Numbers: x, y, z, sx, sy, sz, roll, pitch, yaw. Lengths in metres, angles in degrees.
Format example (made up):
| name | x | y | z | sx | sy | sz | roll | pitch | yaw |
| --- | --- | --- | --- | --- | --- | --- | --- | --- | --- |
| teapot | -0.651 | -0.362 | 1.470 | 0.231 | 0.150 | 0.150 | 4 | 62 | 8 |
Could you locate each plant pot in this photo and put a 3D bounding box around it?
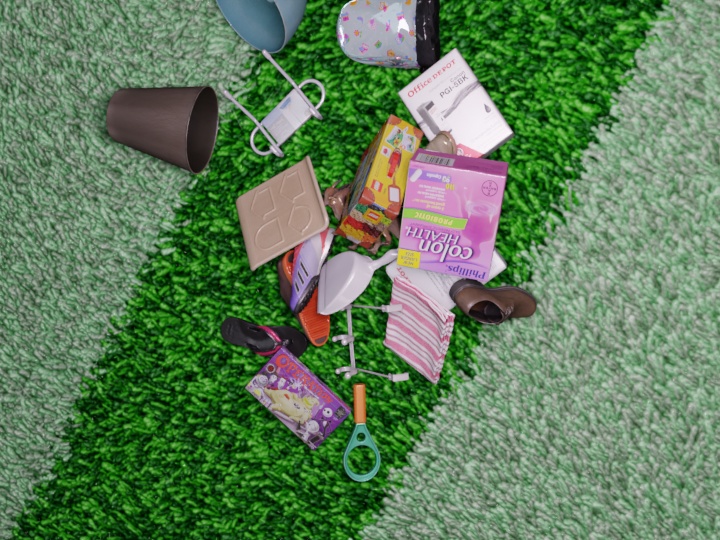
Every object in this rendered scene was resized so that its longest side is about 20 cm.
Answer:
| name | x | y | z | sx | sy | sz | roll | pitch | yaw |
| --- | --- | --- | --- | --- | --- | --- | --- | --- | --- |
| plant pot | -0.180 | -0.557 | 1.672 | 0.199 | 0.201 | 0.135 | 39 | 66 | 7 |

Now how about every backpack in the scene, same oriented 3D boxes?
| name | x | y | z | sx | sy | sz | roll | pitch | yaw |
| --- | --- | --- | --- | --- | --- | --- | --- | --- | --- |
| backpack | 0.053 | -0.474 | 1.642 | 0.196 | 0.126 | 0.170 | 3 | 97 | 15 |

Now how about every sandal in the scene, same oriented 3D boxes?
| name | x | y | z | sx | sy | sz | roll | pitch | yaw |
| --- | --- | --- | --- | --- | --- | --- | --- | --- | --- |
| sandal | -0.208 | 0.147 | 1.777 | 0.196 | 0.045 | 0.077 | 11 | 96 | 11 |

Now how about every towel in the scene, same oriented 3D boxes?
| name | x | y | z | sx | sy | sz | roll | pitch | yaw |
| --- | --- | --- | --- | --- | --- | --- | --- | --- | --- |
| towel | 0.107 | 0.119 | 1.645 | 0.146 | 0.030 | 0.202 | 36 | 139 | 28 |

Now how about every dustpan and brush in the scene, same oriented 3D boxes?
| name | x | y | z | sx | sy | sz | roll | pitch | yaw |
| --- | --- | --- | --- | --- | --- | --- | --- | --- | --- |
| dustpan and brush | 0.000 | 0.000 | 1.674 | 0.057 | 0.141 | 0.199 | 32 | 126 | -28 |

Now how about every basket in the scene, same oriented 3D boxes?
| name | x | y | z | sx | sy | sz | roll | pitch | yaw |
| --- | --- | --- | --- | --- | --- | --- | --- | --- | --- |
| basket | -0.415 | -0.306 | 1.755 | 0.196 | 0.136 | 0.184 | 11 | 92 | 15 |

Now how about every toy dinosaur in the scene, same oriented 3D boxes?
| name | x | y | z | sx | sy | sz | roll | pitch | yaw |
| --- | --- | --- | --- | --- | --- | --- | --- | --- | --- |
| toy dinosaur | 0.013 | -0.114 | 1.699 | 0.196 | 0.086 | 0.138 | 11 | 71 | -1 |

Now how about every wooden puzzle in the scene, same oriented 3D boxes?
| name | x | y | z | sx | sy | sz | roll | pitch | yaw |
| --- | --- | --- | --- | --- | --- | --- | --- | --- | --- |
| wooden puzzle | -0.157 | -0.113 | 1.720 | 0.198 | 0.046 | 0.187 | -30 | 54 | 17 |

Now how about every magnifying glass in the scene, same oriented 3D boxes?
| name | x | y | z | sx | sy | sz | roll | pitch | yaw |
| --- | --- | --- | --- | --- | --- | --- | --- | --- | --- |
| magnifying glass | 0.001 | 0.336 | 1.742 | 0.078 | 0.022 | 0.204 | -2 | 94 | -7 |

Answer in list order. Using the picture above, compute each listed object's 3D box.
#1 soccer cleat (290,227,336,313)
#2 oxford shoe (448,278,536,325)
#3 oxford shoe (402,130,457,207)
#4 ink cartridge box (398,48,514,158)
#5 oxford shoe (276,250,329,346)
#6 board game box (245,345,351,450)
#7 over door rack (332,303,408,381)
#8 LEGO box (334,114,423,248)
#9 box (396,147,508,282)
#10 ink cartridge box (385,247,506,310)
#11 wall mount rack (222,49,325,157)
| name | x | y | z | sx | sy | sz | roll | pitch | yaw |
| --- | --- | --- | --- | --- | --- | --- | --- | --- | --- |
| soccer cleat | -0.111 | -0.008 | 1.699 | 0.072 | 0.068 | 0.203 | 21 | 65 | 0 |
| oxford shoe | 0.264 | 0.075 | 1.612 | 0.073 | 0.197 | 0.085 | -64 | 35 | 31 |
| oxford shoe | 0.125 | -0.184 | 1.614 | 0.071 | 0.073 | 0.201 | 49 | 144 | 19 |
| ink cartridge box | 0.186 | -0.305 | 1.644 | 0.146 | 0.083 | 0.202 | -35 | 86 | 13 |
| oxford shoe | -0.120 | 0.062 | 1.747 | 0.072 | 0.070 | 0.203 | -25 | 81 | 52 |
| board game box | -0.130 | 0.267 | 1.757 | 0.200 | 0.032 | 0.120 | 42 | 97 | -5 |
| over door rack | 0.005 | 0.139 | 1.673 | 0.198 | 0.066 | 0.151 | -1 | 95 | 52 |
| LEGO box | 0.036 | -0.166 | 1.602 | 0.076 | 0.149 | 0.202 | 25 | 58 | -11 |
| box | 0.167 | -0.103 | 1.540 | 0.173 | 0.097 | 0.203 | 11 | 114 | 9 |
| ink cartridge box | 0.170 | -0.008 | 1.666 | 0.199 | 0.083 | 0.148 | -36 | 86 | 12 |
| wall mount rack | -0.176 | -0.339 | 1.726 | 0.200 | 0.075 | 0.174 | -42 | 84 | 11 |
